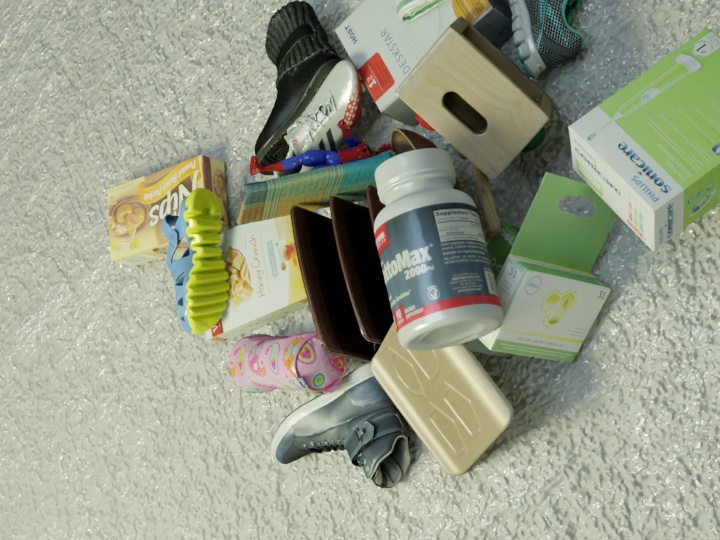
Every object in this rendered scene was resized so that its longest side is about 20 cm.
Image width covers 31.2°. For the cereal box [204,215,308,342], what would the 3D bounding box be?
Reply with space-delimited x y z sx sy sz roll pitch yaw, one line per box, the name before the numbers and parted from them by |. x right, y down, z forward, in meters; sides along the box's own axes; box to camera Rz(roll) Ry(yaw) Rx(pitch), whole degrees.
cereal box | -0.148 0.003 1.815 0.198 0.039 0.146 -24 68 31

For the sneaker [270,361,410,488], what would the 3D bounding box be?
sneaker | -0.023 0.232 1.659 0.202 0.077 0.147 -39 59 23

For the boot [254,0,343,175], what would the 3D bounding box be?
boot | -0.103 -0.254 1.807 0.212 0.079 0.158 -50 55 20

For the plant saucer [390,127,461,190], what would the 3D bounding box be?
plant saucer | 0.094 -0.088 1.587 0.036 0.201 0.202 -24 63 -6

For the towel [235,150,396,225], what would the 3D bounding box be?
towel | -0.059 -0.105 1.646 0.197 0.147 0.022 -12 77 -13

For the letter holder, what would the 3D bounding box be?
letter holder | 0.000 0.000 1.645 0.100 0.141 0.202 -26 67 29

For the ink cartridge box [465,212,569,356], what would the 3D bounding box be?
ink cartridge box | 0.184 0.004 1.534 0.059 0.103 0.201 44 107 32

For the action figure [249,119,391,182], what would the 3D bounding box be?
action figure | -0.037 -0.152 1.670 0.099 0.198 0.066 117 135 -56

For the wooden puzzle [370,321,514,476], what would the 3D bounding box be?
wooden puzzle | 0.101 0.135 1.540 0.186 0.046 0.200 52 151 13

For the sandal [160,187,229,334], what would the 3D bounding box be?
sandal | -0.237 -0.010 1.811 0.086 0.079 0.203 -10 77 37

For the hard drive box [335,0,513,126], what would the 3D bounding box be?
hard drive box | 0.085 -0.316 1.684 0.200 0.076 0.157 -42 59 23

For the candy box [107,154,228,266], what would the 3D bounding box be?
candy box | -0.290 -0.087 1.926 0.198 0.055 0.117 -15 74 32

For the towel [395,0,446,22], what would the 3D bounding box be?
towel | 0.088 -0.435 1.641 0.148 0.031 0.203 -24 67 29

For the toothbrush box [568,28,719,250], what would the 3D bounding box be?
toothbrush box | 0.349 -0.144 1.404 0.199 0.086 0.146 -35 59 -9

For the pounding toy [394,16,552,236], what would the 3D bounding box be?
pounding toy | 0.139 -0.175 1.533 0.200 0.184 0.142 42 108 -3

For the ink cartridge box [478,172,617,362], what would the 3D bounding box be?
ink cartridge box | 0.226 0.002 1.463 0.048 0.144 0.202 44 115 46

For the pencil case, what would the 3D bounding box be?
pencil case | -0.096 0.123 1.690 0.199 0.087 0.089 -6 77 56

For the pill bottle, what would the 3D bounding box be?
pill bottle | 0.078 -0.024 1.423 0.119 0.119 0.203 -23 70 30

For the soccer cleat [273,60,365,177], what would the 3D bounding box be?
soccer cleat | -0.056 -0.192 1.722 0.069 0.084 0.201 55 137 30

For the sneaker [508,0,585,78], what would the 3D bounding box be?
sneaker | 0.229 -0.340 1.599 0.090 0.078 0.203 -13 76 16
